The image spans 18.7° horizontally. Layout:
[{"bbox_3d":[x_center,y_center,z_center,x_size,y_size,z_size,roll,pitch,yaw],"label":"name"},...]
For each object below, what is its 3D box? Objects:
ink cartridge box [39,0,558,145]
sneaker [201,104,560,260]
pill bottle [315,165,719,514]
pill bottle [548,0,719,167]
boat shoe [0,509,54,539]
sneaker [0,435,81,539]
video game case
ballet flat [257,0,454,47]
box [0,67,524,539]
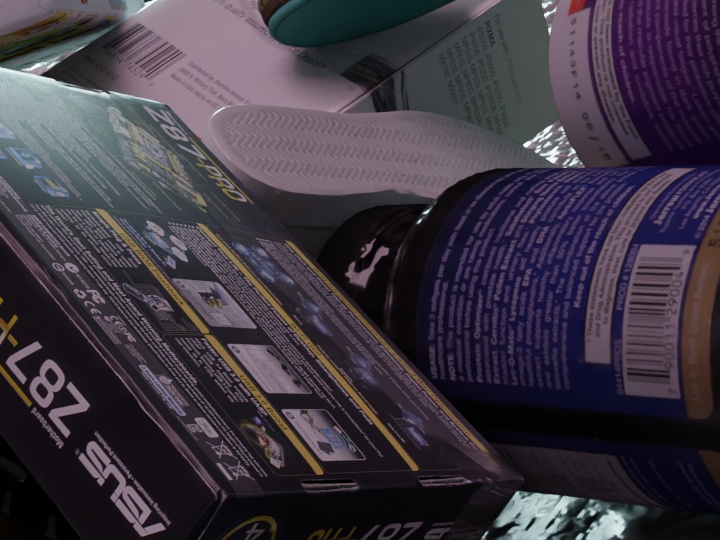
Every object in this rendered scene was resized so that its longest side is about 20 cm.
[{"bbox_3d":[-0.032,-0.071,0.957,0.200,0.083,0.147,-36,42,-17],"label":"ink cartridge box"},{"bbox_3d":[0.000,0.000,0.871,0.200,0.116,0.074,6,37,-37],"label":"sneaker"},{"bbox_3d":[0.079,0.021,0.731,0.200,0.112,0.112,2,35,44],"label":"pill bottle"},{"bbox_3d":[0.158,-0.081,0.715,0.111,0.112,0.200,-37,11,-26],"label":"pill bottle"},{"bbox_3d":[-0.106,0.137,0.729,0.071,0.069,0.200,-3,42,-9],"label":"boat shoe"},{"bbox_3d":[-0.063,0.064,0.733,0.074,0.200,0.081,-52,-9,24],"label":"sneaker"},{"bbox_3d":[-0.204,-0.087,0.955,0.199,0.023,0.182,-18,3,8],"label":"video game case"},{"bbox_3d":[0.041,-0.145,0.855,0.200,0.071,0.069,-15,-15,39],"label":"ballet flat"},{"bbox_3d":[-0.063,0.014,0.674,0.161,0.200,0.049,3,-52,-56],"label":"box"}]
